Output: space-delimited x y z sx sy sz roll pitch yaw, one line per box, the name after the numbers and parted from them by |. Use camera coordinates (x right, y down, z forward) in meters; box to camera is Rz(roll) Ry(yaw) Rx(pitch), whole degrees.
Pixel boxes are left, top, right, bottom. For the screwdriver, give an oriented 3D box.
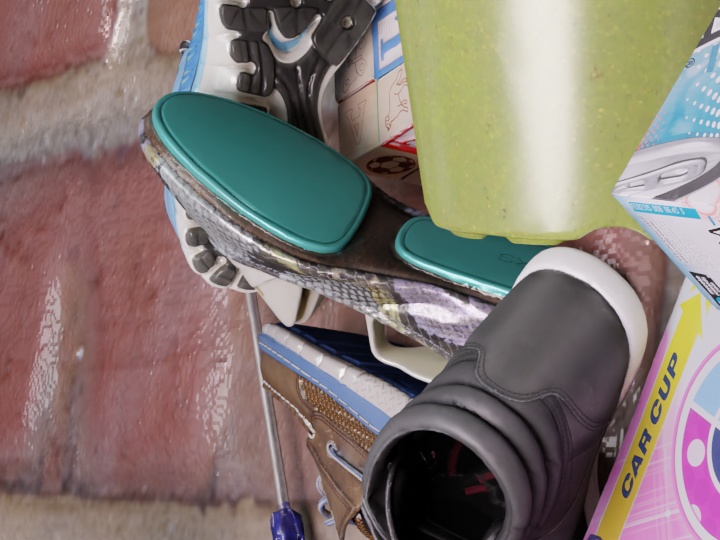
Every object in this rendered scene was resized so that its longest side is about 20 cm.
-0.035 0.091 1.285 0.029 0.028 0.200 94 167 -55 | screwdriver

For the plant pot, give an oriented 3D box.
0.084 -0.108 1.025 0.200 0.200 0.190 12 104 58 | plant pot

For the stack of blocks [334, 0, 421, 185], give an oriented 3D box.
0.042 -0.147 1.197 0.115 0.058 0.200 -30 57 52 | stack of blocks

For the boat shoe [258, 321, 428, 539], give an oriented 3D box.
0.012 0.074 1.168 0.200 0.072 0.073 28 106 57 | boat shoe

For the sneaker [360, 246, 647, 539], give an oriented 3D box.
0.037 0.089 1.015 0.071 0.099 0.200 32 139 21 | sneaker

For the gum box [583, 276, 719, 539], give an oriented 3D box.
0.150 0.050 0.956 0.113 0.066 0.200 40 116 54 | gum box

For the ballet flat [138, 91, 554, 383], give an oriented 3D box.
0.000 0.000 1.127 0.072 0.200 0.072 24 -90 -81 | ballet flat

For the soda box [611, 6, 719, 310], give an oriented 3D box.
0.160 -0.082 0.900 0.068 0.064 0.200 8 60 50 | soda box

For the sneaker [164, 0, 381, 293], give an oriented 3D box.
-0.047 -0.097 1.198 0.090 0.078 0.200 28 104 63 | sneaker
